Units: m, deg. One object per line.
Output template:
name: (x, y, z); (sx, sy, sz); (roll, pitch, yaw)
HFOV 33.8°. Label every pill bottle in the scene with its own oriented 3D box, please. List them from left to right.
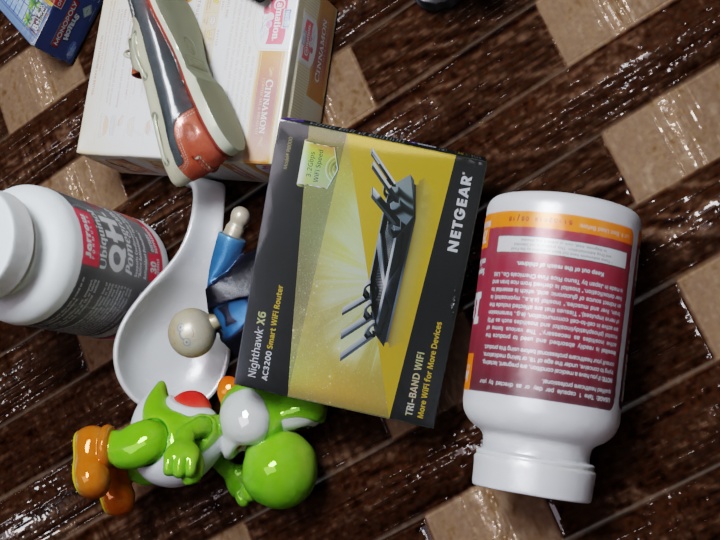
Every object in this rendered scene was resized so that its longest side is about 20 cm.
pill bottle: (-0.251, -0.007, 0.968); (0.109, 0.199, 0.113); (-4, 80, 22)
pill bottle: (0.131, 0.054, 0.830); (0.111, 0.113, 0.204); (5, 83, 25)

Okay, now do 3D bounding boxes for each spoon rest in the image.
spoon rest: (-0.147, 0.018, 0.984); (0.060, 0.098, 0.204); (169, 111, -67)

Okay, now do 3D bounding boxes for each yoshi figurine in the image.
yoshi figurine: (-0.116, 0.152, 0.927); (0.196, 0.113, 0.114); (-15, 113, 3)

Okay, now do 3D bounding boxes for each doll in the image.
doll: (-0.066, 0.011, 0.942); (0.198, 0.048, 0.138); (-28, 94, 9)

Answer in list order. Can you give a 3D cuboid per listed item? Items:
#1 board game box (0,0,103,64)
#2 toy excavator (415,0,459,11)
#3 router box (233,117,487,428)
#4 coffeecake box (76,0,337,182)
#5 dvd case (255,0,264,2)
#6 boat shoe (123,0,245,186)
board game box: (-0.313, -0.332, 1.128); (0.198, 0.062, 0.202); (30, 94, 25)
toy excavator: (0.118, -0.318, 0.920); (0.196, 0.100, 0.198); (-10, 79, 10)
router box: (0.000, 0.000, 0.883); (0.154, 0.052, 0.204); (11, 99, 4)
coffeecake box: (-0.130, -0.161, 1.008); (0.197, 0.073, 0.157); (6, 82, 25)
dvd case: (-0.104, -0.312, 1.008); (0.199, 0.018, 0.143); (33, 76, 34)
boat shoe: (-0.156, -0.165, 0.945); (0.062, 0.071, 0.203); (-29, 75, 20)
